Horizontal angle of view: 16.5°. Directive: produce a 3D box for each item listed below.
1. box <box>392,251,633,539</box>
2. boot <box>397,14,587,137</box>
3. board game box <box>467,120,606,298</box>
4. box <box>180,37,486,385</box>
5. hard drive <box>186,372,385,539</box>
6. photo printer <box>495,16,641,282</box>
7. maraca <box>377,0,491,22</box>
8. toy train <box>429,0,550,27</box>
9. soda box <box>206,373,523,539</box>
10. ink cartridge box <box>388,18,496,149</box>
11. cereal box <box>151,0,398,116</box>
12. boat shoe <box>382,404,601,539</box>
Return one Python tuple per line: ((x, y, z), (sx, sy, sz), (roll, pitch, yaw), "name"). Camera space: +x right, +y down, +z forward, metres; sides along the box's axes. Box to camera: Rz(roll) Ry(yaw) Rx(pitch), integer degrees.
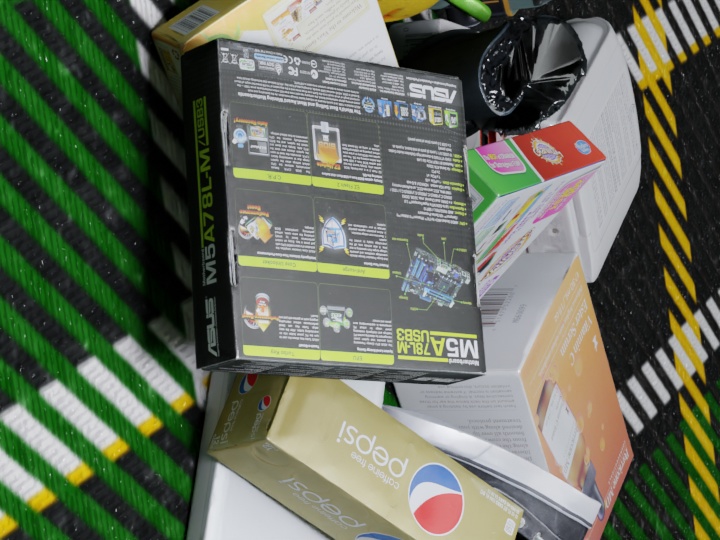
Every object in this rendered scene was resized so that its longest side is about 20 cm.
((0.118, 0.110, 1.874), (0.153, 0.106, 0.201), (-60, 140, -47), "box")
((0.091, -0.131, 1.698), (0.200, 0.167, 0.077), (-22, 99, -47), "boot")
((0.073, -0.025, 1.696), (0.040, 0.153, 0.200), (47, 25, 12), "board game box")
((-0.015, -0.032, 1.502), (0.199, 0.047, 0.195), (5, 78, -40), "box")
((-0.047, 0.135, 1.572), (0.131, 0.027, 0.201), (24, 65, -39), "hard drive")
((0.176, -0.103, 2.047), (0.200, 0.069, 0.167), (-59, 142, -51), "photo printer")
((0.012, -0.215, 1.649), (0.107, 0.137, 0.200), (-55, 145, 7), "maraca")
((0.081, -0.274, 1.811), (0.085, 0.113, 0.201), (-49, 130, -55), "toy train")
((0.005, 0.131, 1.546), (0.200, 0.068, 0.064), (36, 59, -27), "soda box")
((0.082, -0.096, 1.881), (0.200, 0.057, 0.164), (6, 83, -60), "ink cartridge box")
((-0.038, -0.098, 1.570), (0.144, 0.039, 0.201), (-36, 127, -24), "cereal box")
((0.082, 0.155, 1.732), (0.199, 0.072, 0.068), (30, 83, -36), "boat shoe")
